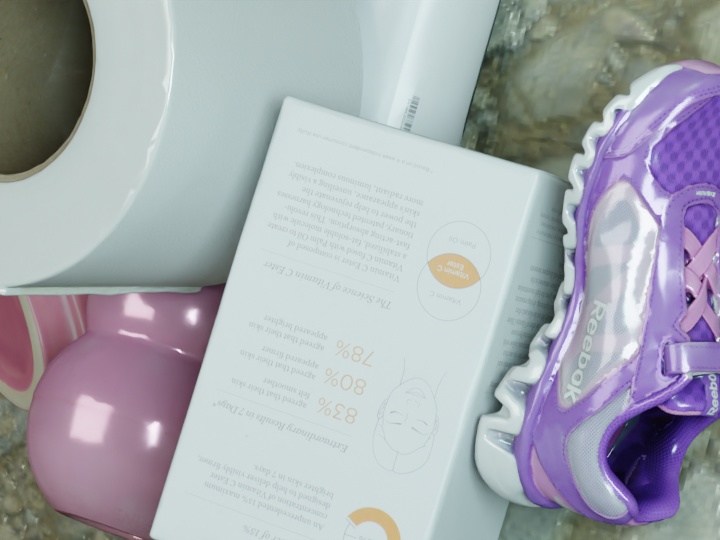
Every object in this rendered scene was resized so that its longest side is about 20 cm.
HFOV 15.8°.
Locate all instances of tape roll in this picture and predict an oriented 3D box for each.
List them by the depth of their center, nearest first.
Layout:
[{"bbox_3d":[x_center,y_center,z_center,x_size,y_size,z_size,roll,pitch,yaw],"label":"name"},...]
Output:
[{"bbox_3d":[-0.118,-0.092,1.190,0.202,0.139,0.204,0,91,36],"label":"tape roll"}]

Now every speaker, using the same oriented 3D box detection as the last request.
[{"bbox_3d":[0.032,-0.151,1.233,0.081,0.081,0.201,14,88,57],"label":"speaker"}]

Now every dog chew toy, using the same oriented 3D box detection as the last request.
[{"bbox_3d":[-0.089,0.037,1.306,0.124,0.124,0.201,3,71,56],"label":"dog chew toy"}]

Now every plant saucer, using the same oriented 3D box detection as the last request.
[{"bbox_3d":[-0.190,-0.001,1.430,0.201,0.051,0.201,46,149,38],"label":"plant saucer"}]

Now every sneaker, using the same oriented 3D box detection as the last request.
[{"bbox_3d":[0.120,0.017,1.041,0.088,0.080,0.201,33,109,49],"label":"sneaker"}]

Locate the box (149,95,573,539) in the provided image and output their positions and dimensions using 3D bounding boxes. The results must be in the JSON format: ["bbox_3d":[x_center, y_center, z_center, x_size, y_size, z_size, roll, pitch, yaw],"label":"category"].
[{"bbox_3d":[0.008,0.041,1.125,0.124,0.097,0.201,18,91,22],"label":"box"}]
